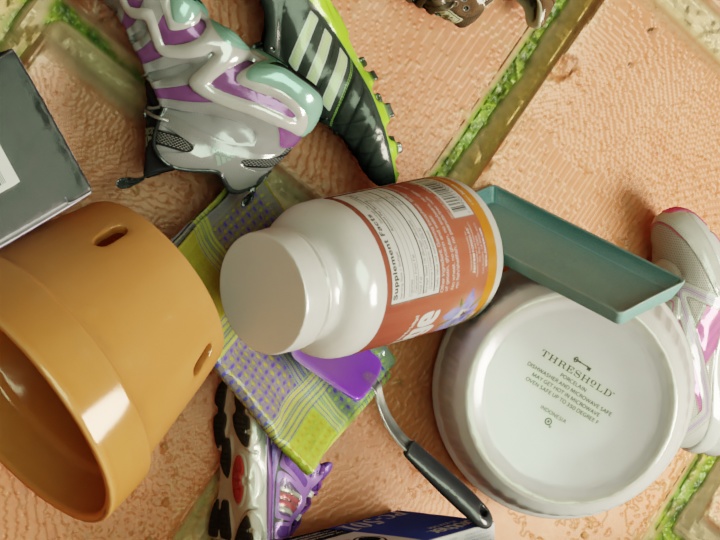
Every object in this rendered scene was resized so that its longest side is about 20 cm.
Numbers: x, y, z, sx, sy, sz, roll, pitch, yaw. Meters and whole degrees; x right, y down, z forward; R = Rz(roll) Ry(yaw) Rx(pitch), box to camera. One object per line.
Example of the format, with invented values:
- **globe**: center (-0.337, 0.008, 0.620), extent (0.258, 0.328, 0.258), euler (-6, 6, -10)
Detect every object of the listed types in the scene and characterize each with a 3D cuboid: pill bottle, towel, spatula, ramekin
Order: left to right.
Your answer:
- **towel**: center (-0.061, 0.032, 1.494), extent (0.200, 0.023, 0.144), euler (56, 45, -12)
- **pill bottle**: center (0.000, 0.000, 1.470), extent (0.199, 0.112, 0.113), euler (-14, 99, -46)
- **spatula**: center (0.028, 0.114, 1.500), extent (0.200, 0.021, 0.057), euler (49, 37, -11)
- **ramekin**: center (0.153, 0.092, 1.548), extent (0.201, 0.094, 0.204), euler (0, 93, 2)

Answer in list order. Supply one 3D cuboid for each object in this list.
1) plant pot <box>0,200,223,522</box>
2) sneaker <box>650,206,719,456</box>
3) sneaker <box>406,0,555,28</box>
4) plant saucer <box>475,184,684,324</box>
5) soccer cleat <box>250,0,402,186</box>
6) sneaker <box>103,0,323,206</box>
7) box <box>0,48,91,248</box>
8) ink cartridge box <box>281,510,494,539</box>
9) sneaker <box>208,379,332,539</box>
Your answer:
- **plant pot**: center (-0.187, 0.049, 1.394), extent (0.140, 0.200, 0.201), euler (-40, 107, -28)
- **sneaker**: center (0.243, 0.052, 1.627), extent (0.088, 0.081, 0.201), euler (-6, 95, -24)
- **sneaker**: center (0.062, -0.219, 1.543), extent (0.199, 0.070, 0.076), euler (-1, 94, -22)
- **plant saucer**: center (0.142, -0.012, 1.524), extent (0.070, 0.200, 0.019), euler (-24, 126, -33)
- **soccer cleat**: center (-0.035, -0.145, 1.516), extent (0.081, 0.068, 0.201), euler (-26, 101, -2)
- **sneaker**: center (-0.140, -0.122, 1.458), extent (0.200, 0.078, 0.140), euler (36, 95, 2)
- **box**: center (-0.280, -0.059, 1.337), extent (0.148, 0.200, 0.105), euler (-32, 102, -17)
- **ink cartridge box**: center (0.004, 0.210, 1.480), extent (0.200, 0.094, 0.044), euler (-5, 95, -53)
- **sneaker**: center (-0.059, 0.169, 1.511), extent (0.083, 0.081, 0.201), euler (3, 91, -28)
